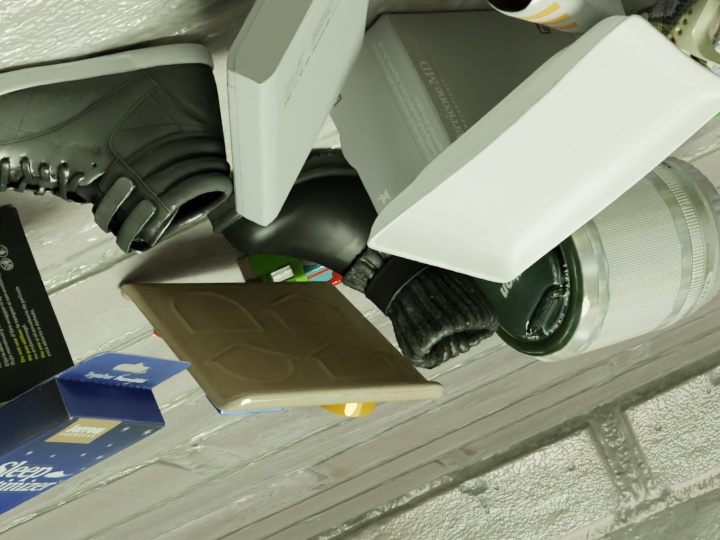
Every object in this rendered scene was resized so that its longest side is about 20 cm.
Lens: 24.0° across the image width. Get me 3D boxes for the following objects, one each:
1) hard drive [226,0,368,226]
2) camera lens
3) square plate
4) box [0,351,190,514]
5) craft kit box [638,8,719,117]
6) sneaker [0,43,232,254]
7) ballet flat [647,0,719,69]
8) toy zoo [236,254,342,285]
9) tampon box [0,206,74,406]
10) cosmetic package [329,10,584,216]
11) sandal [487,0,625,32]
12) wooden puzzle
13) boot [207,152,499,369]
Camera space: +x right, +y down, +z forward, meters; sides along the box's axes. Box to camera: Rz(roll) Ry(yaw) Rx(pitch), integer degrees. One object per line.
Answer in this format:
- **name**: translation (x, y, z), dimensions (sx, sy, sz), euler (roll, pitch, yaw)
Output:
- **hard drive**: translation (-0.030, -0.114, 0.877), dimensions (0.200, 0.027, 0.132), euler (98, 18, -73)
- **camera lens**: translation (0.207, -0.014, 1.488), dimensions (0.199, 0.161, 0.160), euler (-13, 162, -35)
- **square plate**: translation (0.116, -0.071, 1.013), dimensions (0.200, 0.029, 0.198), euler (-41, 155, 19)
- **box**: translation (-0.203, 0.108, 1.025), dimensions (0.199, 0.033, 0.121), euler (-30, 164, 15)
- **craft kit box**: translation (0.284, -0.170, 1.301), dimensions (0.197, 0.049, 0.200), euler (-19, 165, -8)
- **sneaker**: translation (-0.156, -0.052, 0.902), dimensions (0.199, 0.100, 0.071), euler (-17, 166, -22)
- **ballet flat**: translation (0.216, -0.147, 1.122), dimensions (0.072, 0.072, 0.201), euler (-16, 148, -28)
- **toy zoo**: translation (0.000, -0.024, 1.407), dimensions (0.199, 0.021, 0.131), euler (-23, 166, -2)
- **tampon box**: translation (-0.300, 0.065, 1.033), dimensions (0.199, 0.127, 0.150), euler (-14, 162, -35)
- **cosmetic package**: translation (0.082, -0.103, 1.084), dimensions (0.199, 0.107, 0.090), euler (-11, 157, -46)
- **sandal**: translation (0.081, -0.176, 0.901), dimensions (0.059, 0.079, 0.206), euler (-28, 157, 20)
- **wooden puzzle**: translation (-0.063, 0.063, 1.268), dimensions (0.185, 0.200, 0.047), euler (0, 114, -34)
- **boot**: translation (0.002, -0.001, 1.212), dimensions (0.211, 0.158, 0.079), euler (-11, 161, -43)
